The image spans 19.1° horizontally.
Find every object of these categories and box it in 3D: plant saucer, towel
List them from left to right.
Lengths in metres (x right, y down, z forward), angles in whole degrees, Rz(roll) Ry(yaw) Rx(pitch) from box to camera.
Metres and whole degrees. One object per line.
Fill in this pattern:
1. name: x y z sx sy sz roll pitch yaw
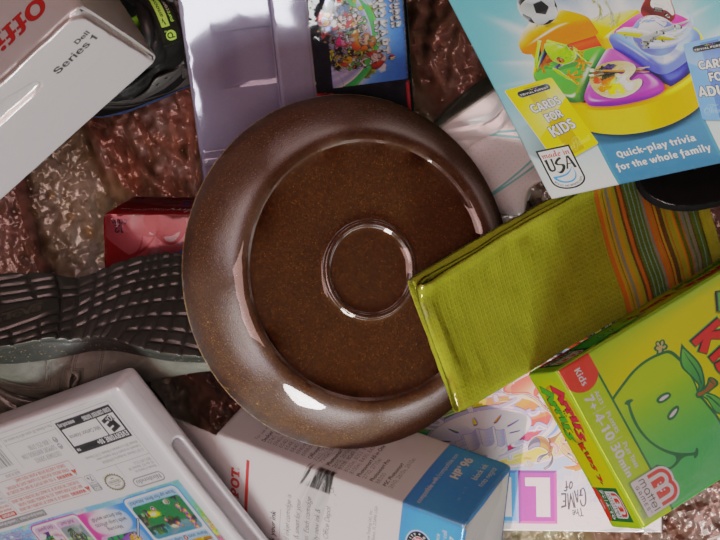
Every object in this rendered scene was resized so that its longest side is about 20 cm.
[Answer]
1. plant saucer: 0.000 0.000 1.192 0.200 0.032 0.200 1 88 -24
2. towel: 0.122 -0.001 1.219 0.200 0.018 0.086 -29 108 -24

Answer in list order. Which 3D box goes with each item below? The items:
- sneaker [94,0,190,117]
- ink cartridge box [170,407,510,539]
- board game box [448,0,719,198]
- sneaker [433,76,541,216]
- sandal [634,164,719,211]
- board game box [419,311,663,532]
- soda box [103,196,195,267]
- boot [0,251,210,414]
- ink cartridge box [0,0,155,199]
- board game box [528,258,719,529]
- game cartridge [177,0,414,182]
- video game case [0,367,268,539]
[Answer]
1. sneaker: -0.097 -0.143 1.259 0.200 0.083 0.071 -24 90 10
2. ink cartridge box: -0.020 0.141 1.247 0.200 0.068 0.116 19 125 21
3. board game box: 0.130 -0.142 1.126 0.151 0.047 0.200 -12 122 33
4. sneaker: 0.137 -0.107 1.243 0.200 0.070 0.080 -34 99 18
5. sandal: 0.243 -0.098 1.210 0.200 0.045 0.075 -24 72 -2
6. board game box: 0.082 0.088 1.290 0.200 0.034 0.135 -1 98 9
7. soda box: -0.049 -0.008 1.278 0.200 0.070 0.063 0 101 8
8. boot: -0.132 0.052 1.258 0.200 0.131 0.068 -1 58 10
9. ink cartridge box: -0.230 -0.155 1.234 0.145 0.084 0.200 -40 60 12
10. board game box: 0.208 0.052 1.217 0.200 0.048 0.102 -30 93 -16
11. game cartridge: -0.036 -0.130 1.220 0.130 0.038 0.200 -5 127 0
12. video game case: -0.145 0.152 1.267 0.200 0.024 0.182 -20 113 44
